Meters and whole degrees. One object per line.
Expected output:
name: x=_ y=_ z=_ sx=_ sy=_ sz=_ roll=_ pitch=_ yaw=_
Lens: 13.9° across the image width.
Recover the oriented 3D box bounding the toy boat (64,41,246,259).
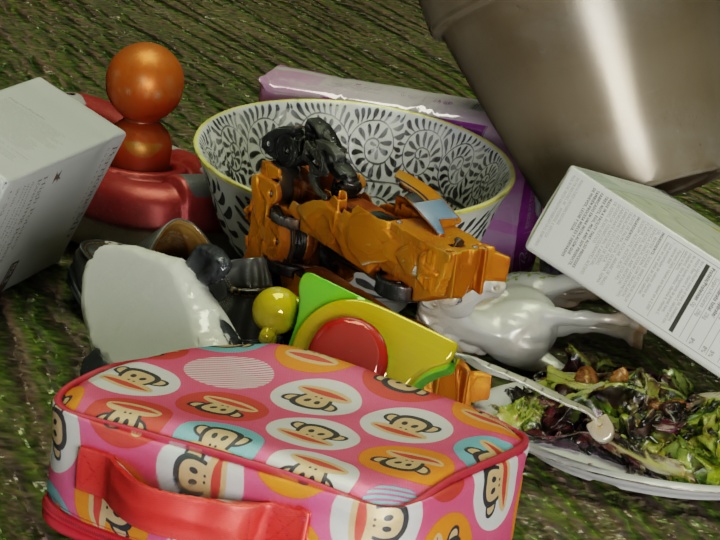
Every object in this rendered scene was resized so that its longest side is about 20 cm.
toy boat: x=-0.146 y=-0.084 z=1.914 sx=0.130 sy=0.132 sz=0.200 roll=-3 pitch=17 yaw=-39

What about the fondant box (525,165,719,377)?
fondant box: x=0.209 y=0.020 z=1.665 sx=0.200 sy=0.058 sz=0.144 roll=36 pitch=12 yaw=25

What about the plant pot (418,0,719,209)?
plant pot: x=0.150 y=-0.128 z=1.811 sx=0.199 sy=0.174 sz=0.200 roll=-17 pitch=-6 yaw=-2

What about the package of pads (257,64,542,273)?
package of pads: x=0.022 y=-0.060 z=1.936 sx=0.199 sy=0.121 sz=0.076 roll=11 pitch=13 yaw=15

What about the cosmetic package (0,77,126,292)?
cosmetic package: x=-0.218 y=-0.044 z=1.742 sx=0.074 sy=0.102 sz=0.200 roll=32 pitch=19 yaw=9

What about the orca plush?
orca plush: x=-0.074 y=0.049 z=1.535 sx=0.199 sy=0.106 sz=0.071 roll=18 pitch=-15 yaw=47

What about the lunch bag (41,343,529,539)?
lunch bag: x=-0.039 y=0.095 z=1.325 sx=0.199 sy=0.082 sz=0.176 roll=16 pitch=16 yaw=28

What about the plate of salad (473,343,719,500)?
plate of salad: x=0.160 y=0.079 z=1.587 sx=0.199 sy=0.048 sz=0.200 roll=7 pitch=14 yaw=-2

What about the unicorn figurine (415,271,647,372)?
unicorn figurine: x=0.103 y=0.027 z=1.750 sx=0.136 sy=0.074 sz=0.200 roll=8 pitch=-3 yaw=4

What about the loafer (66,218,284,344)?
loafer: x=-0.103 y=0.005 z=1.689 sx=0.072 sy=0.073 sz=0.200 roll=-4 pitch=17 yaw=-37

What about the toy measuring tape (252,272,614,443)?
toy measuring tape: x=0.030 y=0.065 z=1.520 sx=0.199 sy=0.074 sz=0.074 roll=25 pitch=16 yaw=10

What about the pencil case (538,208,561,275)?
pencil case: x=0.157 y=-0.089 z=1.964 sx=0.083 sy=0.201 sz=0.091 roll=0 pitch=4 yaw=28

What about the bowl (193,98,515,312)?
bowl: x=-0.008 y=-0.029 z=1.816 sx=0.199 sy=0.095 sz=0.201 roll=6 pitch=21 yaw=-2

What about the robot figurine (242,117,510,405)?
robot figurine: x=0.000 y=0.000 z=1.630 sx=0.058 sy=0.146 sz=0.200 roll=-5 pitch=25 yaw=-34
